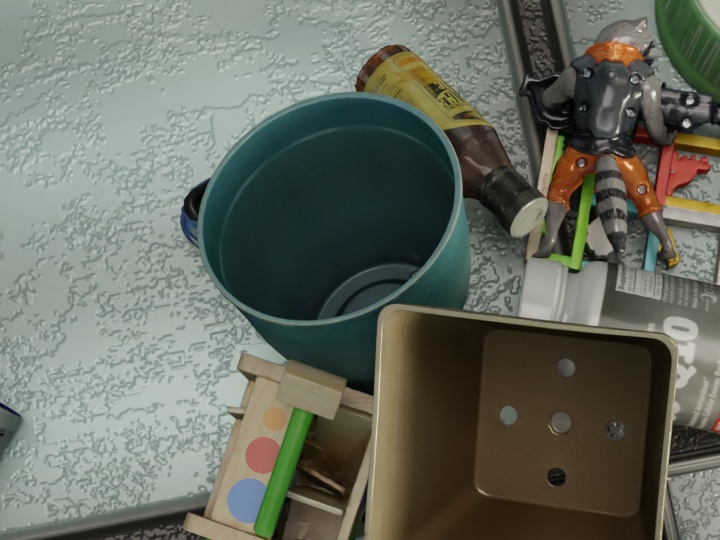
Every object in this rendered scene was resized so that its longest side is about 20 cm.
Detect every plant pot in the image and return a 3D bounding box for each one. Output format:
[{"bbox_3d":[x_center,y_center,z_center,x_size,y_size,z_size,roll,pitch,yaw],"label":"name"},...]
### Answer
[{"bbox_3d":[0.000,0.000,1.140,0.198,0.188,0.202,-8,56,13],"label":"plant pot"},{"bbox_3d":[0.126,0.124,1.043,0.197,0.177,0.203,6,96,18],"label":"plant pot"}]

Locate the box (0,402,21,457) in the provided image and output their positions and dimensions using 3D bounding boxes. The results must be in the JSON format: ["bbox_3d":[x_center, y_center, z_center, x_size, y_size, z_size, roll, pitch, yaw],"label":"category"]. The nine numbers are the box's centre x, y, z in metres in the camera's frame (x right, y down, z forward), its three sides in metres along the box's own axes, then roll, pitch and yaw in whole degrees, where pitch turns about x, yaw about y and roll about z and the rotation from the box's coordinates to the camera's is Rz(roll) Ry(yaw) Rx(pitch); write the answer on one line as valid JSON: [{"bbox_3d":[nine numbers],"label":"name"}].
[{"bbox_3d":[-0.411,0.147,1.197,0.199,0.105,0.185,27,82,9],"label":"box"}]

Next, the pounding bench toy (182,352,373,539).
[{"bbox_3d":[-0.055,0.158,1.120,0.123,0.200,0.158,18,79,7],"label":"pounding bench toy"}]

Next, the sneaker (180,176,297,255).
[{"bbox_3d":[-0.055,-0.063,1.223,0.198,0.089,0.079,-18,78,-2],"label":"sneaker"}]

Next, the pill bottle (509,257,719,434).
[{"bbox_3d":[0.220,0.057,1.164,0.198,0.114,0.115,11,79,7],"label":"pill bottle"}]

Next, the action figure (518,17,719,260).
[{"bbox_3d":[0.225,-0.107,1.186,0.197,0.105,0.196,0,88,8],"label":"action figure"}]

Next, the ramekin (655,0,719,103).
[{"bbox_3d":[0.348,-0.238,1.224,0.197,0.098,0.203,-1,78,4],"label":"ramekin"}]

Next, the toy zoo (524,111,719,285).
[{"bbox_3d":[0.244,-0.052,1.233,0.198,0.020,0.133,9,79,6],"label":"toy zoo"}]

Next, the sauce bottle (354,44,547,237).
[{"bbox_3d":[0.076,-0.105,1.210,0.066,0.066,0.200,-41,63,-5],"label":"sauce bottle"}]
